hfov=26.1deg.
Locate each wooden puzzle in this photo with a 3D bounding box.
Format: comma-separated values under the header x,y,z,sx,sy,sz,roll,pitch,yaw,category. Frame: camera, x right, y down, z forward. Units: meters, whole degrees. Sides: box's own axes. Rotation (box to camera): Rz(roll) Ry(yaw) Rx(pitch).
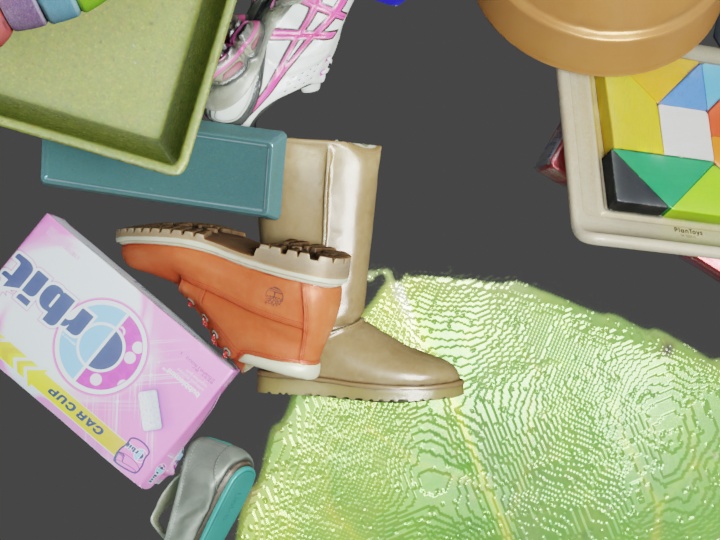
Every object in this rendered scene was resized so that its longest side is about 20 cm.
x,y,z,sx,sy,sz,roll,pitch,yaw,category
0.238,-0.101,1.174,0.183,0.037,0.202,6,61,-19,wooden puzzle

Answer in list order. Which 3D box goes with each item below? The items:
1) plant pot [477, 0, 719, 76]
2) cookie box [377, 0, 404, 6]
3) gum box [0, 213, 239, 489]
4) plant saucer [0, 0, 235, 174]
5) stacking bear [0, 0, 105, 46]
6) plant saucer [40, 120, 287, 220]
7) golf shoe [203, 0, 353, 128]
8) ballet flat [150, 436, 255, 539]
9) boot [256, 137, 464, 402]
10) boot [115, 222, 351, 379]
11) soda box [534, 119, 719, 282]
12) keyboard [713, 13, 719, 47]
x,y,z,sx,sy,sz,roll,pitch,yaw,category
0.183,-0.265,1.141,0.198,0.140,0.202,0,61,-1,plant pot
-0.022,-0.317,1.133,0.170,0.075,0.202,10,69,-37,cookie box
-0.197,0.064,1.201,0.200,0.066,0.114,40,88,1,gum box
-0.196,-0.185,1.137,0.198,0.048,0.201,16,81,-1,plant saucer
-0.188,-0.239,1.056,0.199,0.122,0.114,-26,117,-5,stacking bear
-0.156,-0.085,1.200,0.198,0.019,0.071,8,107,9,plant saucer
-0.050,-0.190,1.215,0.200,0.073,0.092,-43,126,-6,golf shoe
-0.145,0.227,1.227,0.063,0.067,0.201,23,90,24,ballet flat
0.000,0.000,1.216,0.173,0.066,0.202,3,91,-1,boot
-0.107,0.020,1.185,0.199,0.075,0.108,15,102,26,boot
0.241,-0.060,1.228,0.199,0.063,0.070,31,90,-4,soda box
0.351,-0.264,1.230,0.103,0.040,0.202,13,86,-4,keyboard
